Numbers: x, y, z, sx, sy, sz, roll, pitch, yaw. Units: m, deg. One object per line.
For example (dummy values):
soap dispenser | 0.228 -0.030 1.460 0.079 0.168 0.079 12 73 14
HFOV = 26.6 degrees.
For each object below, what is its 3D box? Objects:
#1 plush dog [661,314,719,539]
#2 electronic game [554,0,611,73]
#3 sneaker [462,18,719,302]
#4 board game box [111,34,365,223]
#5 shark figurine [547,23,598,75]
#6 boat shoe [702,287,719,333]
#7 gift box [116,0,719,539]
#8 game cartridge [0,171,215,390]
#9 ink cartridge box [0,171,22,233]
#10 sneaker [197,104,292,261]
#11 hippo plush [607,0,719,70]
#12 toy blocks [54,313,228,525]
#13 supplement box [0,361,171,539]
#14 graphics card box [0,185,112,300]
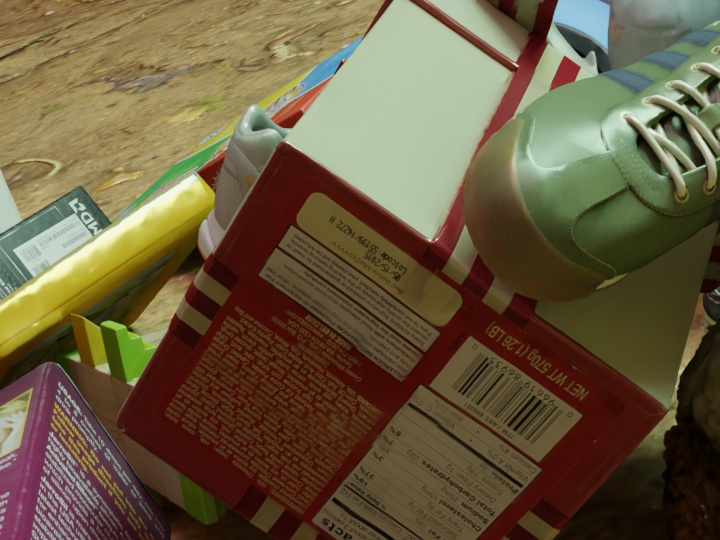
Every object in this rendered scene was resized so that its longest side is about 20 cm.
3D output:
plush dog | 0.184 0.034 0.555 0.199 0.162 0.172 -31 0 -28
electronic game | 0.085 -0.078 0.860 0.197 0.042 0.202 -7 63 15
sneaker | 0.120 -0.056 0.505 0.199 0.068 0.090 -24 -10 -45
board game box | -0.064 -0.082 1.023 0.199 0.041 0.153 -27 15 36
shark figurine | 0.124 -0.083 0.779 0.089 0.127 0.216 -39 34 34
boat shoe | 0.247 -0.018 0.681 0.198 0.067 0.072 -13 25 15
gift box | 0.044 0.000 0.597 0.200 0.184 0.187 -49 6 36
game cartridge | -0.179 0.040 0.837 0.200 0.033 0.176 -40 -2 -34
ink cartridge box | -0.349 -0.010 1.061 0.198 0.127 0.129 -4 28 31
sneaker | 0.023 -0.034 0.751 0.197 0.093 0.076 2 34 -17
hippo plush | 0.181 -0.146 0.676 0.159 0.203 0.159 9 -2 28
toy blocks | -0.054 0.057 0.745 0.135 0.101 0.199 -16 11 -24
supplement box | -0.152 0.144 0.578 0.130 0.104 0.200 -29 23 7
graphics card box | -0.238 0.038 0.883 0.125 0.051 0.200 -43 -1 44
